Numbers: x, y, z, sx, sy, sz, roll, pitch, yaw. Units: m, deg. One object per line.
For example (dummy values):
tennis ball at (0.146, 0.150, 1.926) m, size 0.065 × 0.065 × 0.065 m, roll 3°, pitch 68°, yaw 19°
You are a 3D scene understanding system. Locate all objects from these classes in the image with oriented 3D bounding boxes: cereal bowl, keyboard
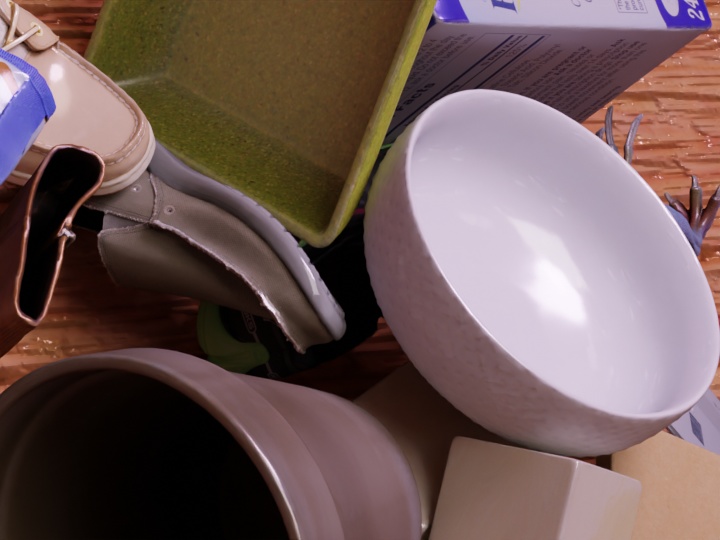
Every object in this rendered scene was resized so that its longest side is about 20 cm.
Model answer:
cereal bowl at (0.079, 0.012, 1.403) m, size 0.200 × 0.083 × 0.200 m, roll 26°, pitch 41°, yaw -25°
keyboard at (0.182, 0.080, 1.546) m, size 0.200 × 0.011 × 0.056 m, roll 45°, pitch 39°, yaw -56°

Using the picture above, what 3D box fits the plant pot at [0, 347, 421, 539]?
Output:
plant pot at (-0.064, 0.125, 1.296) m, size 0.173 × 0.200 × 0.200 m, roll -15°, pitch 73°, yaw -59°

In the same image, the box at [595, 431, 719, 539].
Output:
box at (0.188, 0.182, 1.435) m, size 0.163 × 0.021 × 0.200 m, roll 24°, pitch 48°, yaw -21°

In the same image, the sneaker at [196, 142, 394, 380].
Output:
sneaker at (0.000, 0.000, 1.464) m, size 0.200 × 0.084 × 0.077 m, roll -46°, pitch 123°, yaw -39°

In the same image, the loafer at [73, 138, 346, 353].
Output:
loafer at (-0.089, -0.010, 1.387) m, size 0.200 × 0.075 × 0.070 m, roll 34°, pitch 77°, yaw 33°

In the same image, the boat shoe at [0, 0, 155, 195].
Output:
boat shoe at (-0.190, -0.104, 1.360) m, size 0.200 × 0.069 × 0.074 m, roll 27°, pitch 63°, yaw 6°

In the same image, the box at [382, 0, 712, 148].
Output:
box at (0.049, -0.134, 1.525) m, size 0.200 × 0.184 × 0.105 m, roll -3°, pitch 67°, yaw -39°

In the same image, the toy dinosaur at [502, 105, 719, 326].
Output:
toy dinosaur at (0.143, -0.018, 1.546) m, size 0.200 × 0.105 × 0.181 m, roll 48°, pitch 23°, yaw 18°

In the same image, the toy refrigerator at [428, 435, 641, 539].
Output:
toy refrigerator at (0.069, 0.188, 1.351) m, size 0.070 × 0.076 × 0.200 m, roll 22°, pitch 79°, yaw -51°

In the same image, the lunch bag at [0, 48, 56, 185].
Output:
lunch bag at (-0.250, -0.031, 1.218) m, size 0.170 × 0.200 × 0.124 m, roll -61°, pitch 144°, yaw -43°

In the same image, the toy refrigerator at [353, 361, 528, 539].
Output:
toy refrigerator at (0.050, 0.086, 1.456) m, size 0.076 × 0.070 × 0.200 m, roll 39°, pitch 43°, yaw 15°

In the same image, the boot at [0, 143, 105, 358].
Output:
boot at (-0.182, 0.061, 1.214) m, size 0.068 × 0.200 × 0.188 m, roll 37°, pitch 47°, yaw -18°

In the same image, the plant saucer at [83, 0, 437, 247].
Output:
plant saucer at (-0.035, -0.137, 1.413) m, size 0.200 × 0.200 × 0.048 m, roll 31°, pitch 15°, yaw 37°
